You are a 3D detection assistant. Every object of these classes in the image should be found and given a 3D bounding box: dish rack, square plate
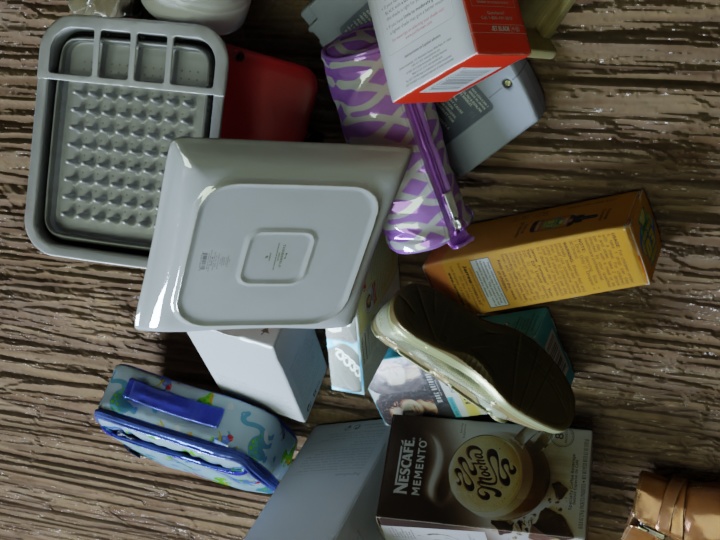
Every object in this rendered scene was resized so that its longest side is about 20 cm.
[{"bbox_3d":[-0.191,-0.106,1.022,0.170,0.044,0.202,7,92,14],"label":"dish rack"},{"bbox_3d":[-0.071,-0.017,0.984,0.196,0.029,0.201,-1,133,-23],"label":"square plate"}]

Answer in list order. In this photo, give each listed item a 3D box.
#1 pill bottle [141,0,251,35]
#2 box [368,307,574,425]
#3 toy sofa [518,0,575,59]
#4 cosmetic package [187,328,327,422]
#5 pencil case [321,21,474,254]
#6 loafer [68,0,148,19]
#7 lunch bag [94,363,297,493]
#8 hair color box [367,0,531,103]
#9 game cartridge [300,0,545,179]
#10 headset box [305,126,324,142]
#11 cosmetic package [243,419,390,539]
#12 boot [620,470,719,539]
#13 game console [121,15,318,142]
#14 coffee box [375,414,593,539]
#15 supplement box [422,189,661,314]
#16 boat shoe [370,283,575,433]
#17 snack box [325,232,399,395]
[{"bbox_3d":[-0.114,-0.297,0.976,0.116,0.117,0.201,27,130,6],"label":"pill bottle"},{"bbox_3d":[0.100,0.096,1.192,0.198,0.049,0.083,-12,117,32],"label":"box"},{"bbox_3d":[0.142,-0.261,0.899,0.201,0.082,0.098,-56,49,41],"label":"toy sofa"},{"bbox_3d":[-0.100,0.072,1.204,0.101,0.075,0.201,16,155,13],"label":"cosmetic package"},{"bbox_3d":[0.033,-0.107,1.012,0.085,0.084,0.201,24,143,56],"label":"pencil case"},{"bbox_3d":[-0.222,-0.248,1.090,0.067,0.076,0.201,24,130,0],"label":"loafer"},{"bbox_3d":[-0.178,0.172,1.319,0.198,0.083,0.161,14,160,18],"label":"lunch bag"},{"bbox_3d":[0.050,-0.236,0.901,0.101,0.061,0.202,-22,80,50],"label":"hair color box"},{"bbox_3d":[0.058,-0.181,1.028,0.133,0.042,0.200,-36,103,35],"label":"game cartridge"},{"bbox_3d":[-0.136,-0.095,1.156,0.199,0.077,0.149,31,130,5],"label":"headset box"},{"bbox_3d":[-0.003,0.299,1.286,0.122,0.200,0.201,-10,117,31],"label":"cosmetic package"},{"bbox_3d":[0.331,0.289,1.202,0.153,0.074,0.202,13,115,16],"label":"boot"},{"bbox_3d":[-0.135,-0.108,1.086,0.198,0.120,0.173,18,158,14],"label":"game console"},{"bbox_3d":[0.123,0.214,1.190,0.198,0.114,0.080,3,148,13],"label":"coffee box"},{"bbox_3d":[0.159,-0.012,1.076,0.198,0.067,0.069,-13,116,33],"label":"supplement box"},{"bbox_3d":[0.103,0.086,1.102,0.199,0.074,0.063,30,147,-11],"label":"boat shoe"},{"bbox_3d":[0.000,0.000,1.129,0.037,0.116,0.202,8,125,19],"label":"snack box"}]
